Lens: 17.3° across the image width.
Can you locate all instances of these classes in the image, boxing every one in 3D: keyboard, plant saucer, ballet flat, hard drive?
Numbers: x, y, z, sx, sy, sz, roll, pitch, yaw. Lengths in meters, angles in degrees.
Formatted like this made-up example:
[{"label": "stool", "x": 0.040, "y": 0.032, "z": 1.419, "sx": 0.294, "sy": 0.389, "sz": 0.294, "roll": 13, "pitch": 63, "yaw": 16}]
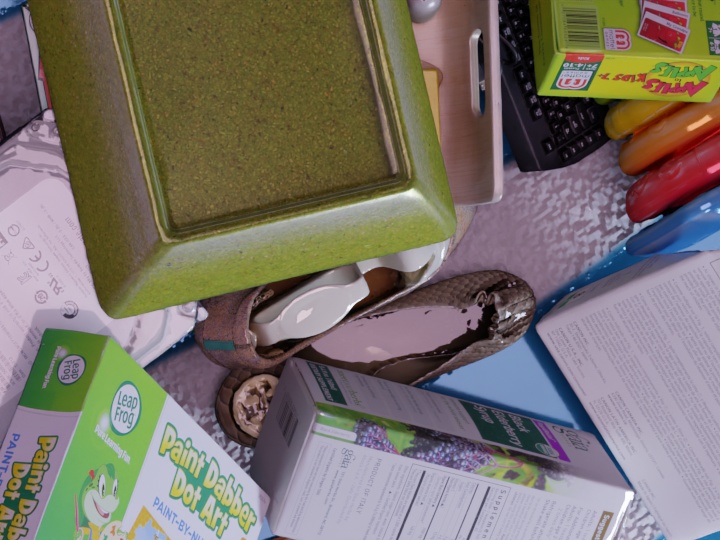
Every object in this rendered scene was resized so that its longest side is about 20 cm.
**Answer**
[{"label": "keyboard", "x": 0.087, "y": -0.150, "z": 1.348, "sx": 0.104, "sy": 0.040, "sz": 0.201, "roll": -31, "pitch": 105, "yaw": -31}, {"label": "plant saucer", "x": -0.056, "y": -0.094, "z": 1.214, "sx": 0.199, "sy": 0.048, "sz": 0.201, "roll": -14, "pitch": 91, "yaw": -15}, {"label": "ballet flat", "x": 0.010, "y": 0.050, "z": 1.370, "sx": 0.199, "sy": 0.046, "sz": 0.068, "roll": -20, "pitch": 96, "yaw": -8}, {"label": "hard drive", "x": -0.198, "y": 0.029, "z": 1.226, "sx": 0.200, "sy": 0.038, "sz": 0.140, "roll": -37, "pitch": 99, "yaw": -5}, {"label": "ballet flat", "x": 0.000, "y": 0.000, "z": 1.332, "sx": 0.200, "sy": 0.067, "sz": 0.068, "roll": -34, "pitch": 108, "yaw": -21}]

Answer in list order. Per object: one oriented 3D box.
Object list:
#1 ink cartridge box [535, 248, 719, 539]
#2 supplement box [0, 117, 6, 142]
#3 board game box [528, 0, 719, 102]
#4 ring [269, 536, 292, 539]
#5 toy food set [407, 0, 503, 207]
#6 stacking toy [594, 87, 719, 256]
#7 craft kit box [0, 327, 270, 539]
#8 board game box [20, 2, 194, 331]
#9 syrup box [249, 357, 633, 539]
[{"label": "ink cartridge box", "x": 0.220, "y": 0.057, "z": 1.344, "sx": 0.200, "sy": 0.050, "sz": 0.161, "roll": -26, "pitch": 100, "yaw": 37}, {"label": "supplement box", "x": -0.214, "y": 0.017, "z": 1.297, "sx": 0.085, "sy": 0.110, "sz": 0.201, "roll": -16, "pitch": 96, "yaw": -9}, {"label": "board game box", "x": 0.145, "y": -0.195, "z": 1.329, "sx": 0.101, "sy": 0.048, "sz": 0.201, "roll": 2, "pitch": 65, "yaw": -10}, {"label": "ring", "x": -0.023, "y": 0.254, "z": 1.393, "sx": 0.199, "sy": 0.019, "sz": 0.202, "roll": -1, "pitch": 94, "yaw": -10}, {"label": "toy food set", "x": -0.023, "y": -0.104, "z": 1.271, "sx": 0.199, "sy": 0.060, "sz": 0.144, "roll": -2, "pitch": 88, "yaw": -7}, {"label": "stacking toy", "x": 0.170, "y": -0.117, "z": 1.367, "sx": 0.116, "sy": 0.110, "sz": 0.201, "roll": -28, "pitch": 87, "yaw": -22}, {"label": "craft kit box", "x": -0.130, "y": 0.162, "z": 1.194, "sx": 0.048, "sy": 0.200, "sz": 0.198, "roll": 3, "pitch": 63, "yaw": 26}, {"label": "board game box", "x": -0.110, "y": -0.065, "z": 1.351, "sx": 0.134, "sy": 0.029, "sz": 0.201, "roll": -12, "pitch": 96, "yaw": -8}, {"label": "syrup box", "x": 0.046, "y": 0.120, "z": 1.342, "sx": 0.199, "sy": 0.079, "sz": 0.082, "roll": 14, "pitch": 108, "yaw": -18}]
